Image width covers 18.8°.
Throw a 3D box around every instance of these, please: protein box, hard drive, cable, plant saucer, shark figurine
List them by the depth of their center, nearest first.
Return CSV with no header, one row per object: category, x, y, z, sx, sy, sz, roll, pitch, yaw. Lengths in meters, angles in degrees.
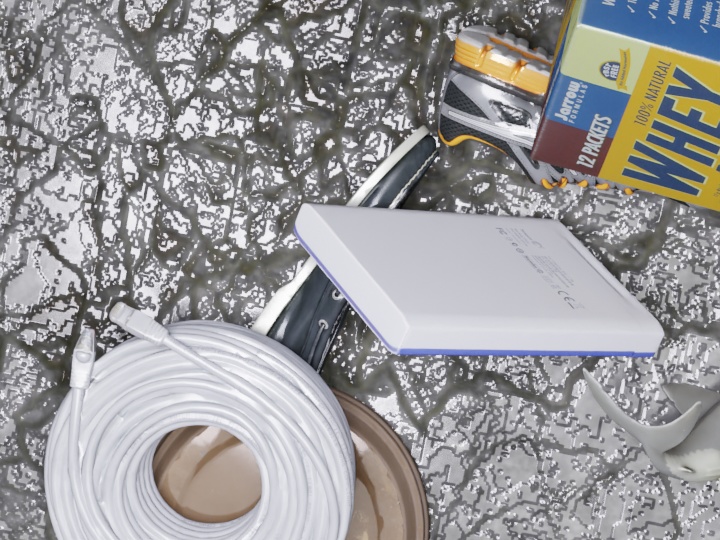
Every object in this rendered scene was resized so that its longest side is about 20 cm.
protein box,0.228,-0.154,1.319,0.199,0.135,0.199,15,57,1
hard drive,0.073,0.007,1.333,0.199,0.132,0.025,2,123,-36
cable,-0.102,0.132,1.382,0.199,0.069,0.201,20,103,2
shark figurine,0.217,0.094,1.395,0.089,0.214,0.129,40,129,35
plant saucer,-0.053,0.172,1.440,0.199,0.029,0.201,0,94,1

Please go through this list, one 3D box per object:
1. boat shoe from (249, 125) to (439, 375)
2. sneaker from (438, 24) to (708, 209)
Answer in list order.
boat shoe,-0.001,0.000,1.404,0.066,0.075,0.200,38,96,4
sneaker,0.141,-0.085,1.405,0.199,0.078,0.077,26,110,1
